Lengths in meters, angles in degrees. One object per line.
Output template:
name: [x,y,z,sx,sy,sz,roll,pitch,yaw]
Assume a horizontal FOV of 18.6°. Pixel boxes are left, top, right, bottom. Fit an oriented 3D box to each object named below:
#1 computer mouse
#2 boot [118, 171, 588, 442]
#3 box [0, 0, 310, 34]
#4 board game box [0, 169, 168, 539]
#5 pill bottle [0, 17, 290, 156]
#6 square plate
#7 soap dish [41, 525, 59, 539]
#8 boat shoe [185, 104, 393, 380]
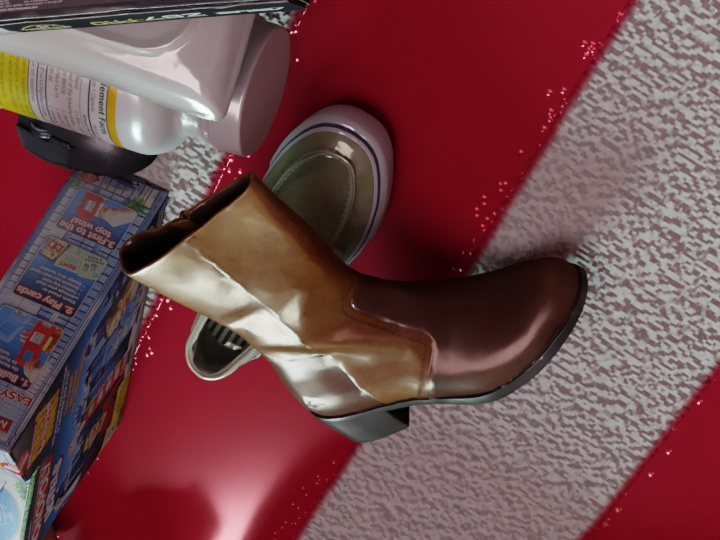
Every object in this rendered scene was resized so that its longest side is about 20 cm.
computer mouse: [-0.210,-0.092,1.290,0.199,0.034,0.059,11,127,19]
boot: [0.000,0.000,1.189,0.188,0.069,0.200,-21,134,33]
box: [-0.129,-0.201,1.079,0.199,0.049,0.162,-4,91,13]
board game box: [-0.193,0.071,1.287,0.061,0.200,0.201,22,129,8]
pill bottle: [-0.143,-0.126,1.190,0.199,0.104,0.105,18,128,12]
square plate: [-0.135,-0.199,1.119,0.199,0.028,0.199,18,95,12]
soap dish: [-0.300,0.146,1.466,0.157,0.081,0.201,-9,118,30]
boat shoe: [-0.041,-0.008,1.251,0.072,0.062,0.200,31,130,2]
